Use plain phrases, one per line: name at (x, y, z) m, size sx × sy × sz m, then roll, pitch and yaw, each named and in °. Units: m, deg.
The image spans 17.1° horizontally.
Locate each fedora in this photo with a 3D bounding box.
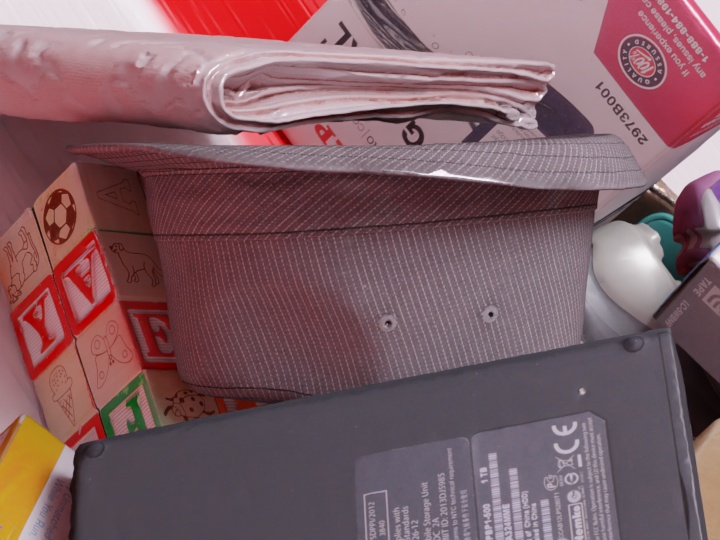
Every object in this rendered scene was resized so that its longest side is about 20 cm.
fedora at (0.000, 0.000, 0.819) m, size 0.198 × 0.177 × 0.091 m, roll -3°, pitch 93°, yaw -21°

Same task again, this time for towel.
towel at (-0.060, -0.071, 0.885) m, size 0.190 × 0.199 × 0.033 m, roll -3°, pitch 98°, yaw -48°

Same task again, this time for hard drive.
hard drive at (0.006, 0.096, 0.727) m, size 0.033 × 0.198 × 0.140 m, roll 67°, pitch 15°, yaw -49°

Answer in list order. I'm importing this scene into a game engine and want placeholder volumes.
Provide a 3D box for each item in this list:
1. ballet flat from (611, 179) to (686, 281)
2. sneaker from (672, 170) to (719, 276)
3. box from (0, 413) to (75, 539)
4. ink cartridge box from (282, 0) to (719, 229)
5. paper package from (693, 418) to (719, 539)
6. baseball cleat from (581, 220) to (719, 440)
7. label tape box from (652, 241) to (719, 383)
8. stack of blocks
ballet flat at (0.127, -0.026, 1.123) m, size 0.200 × 0.068 × 0.067 m, roll 51°, pitch 29°, yaw 0°
sneaker at (0.209, 0.039, 1.049) m, size 0.201 × 0.088 × 0.080 m, roll 61°, pitch -1°, yaw -5°
box at (-0.062, 0.152, 0.787) m, size 0.200 × 0.041 × 0.119 m, roll 41°, pitch 37°, yaw -15°
ink cartridge box at (0.069, -0.087, 1.003) m, size 0.145 × 0.200 × 0.084 m, roll 53°, pitch 39°, yaw 6°
paper package at (0.153, 0.178, 0.882) m, size 0.190 × 0.104 × 0.200 m, roll 32°, pitch 40°, yaw 11°
baseball cleat at (0.119, 0.074, 1.030) m, size 0.201 × 0.106 × 0.070 m, roll 61°, pitch -7°, yaw -23°
label tape box at (0.239, 0.035, 0.970) m, size 0.200 × 0.063 × 0.144 m, roll 43°, pitch 57°, yaw 7°
stack of blocks at (-0.030, 0.030, 0.912) m, size 0.199 × 0.059 × 0.116 m, roll 5°, pitch 54°, yaw -44°
